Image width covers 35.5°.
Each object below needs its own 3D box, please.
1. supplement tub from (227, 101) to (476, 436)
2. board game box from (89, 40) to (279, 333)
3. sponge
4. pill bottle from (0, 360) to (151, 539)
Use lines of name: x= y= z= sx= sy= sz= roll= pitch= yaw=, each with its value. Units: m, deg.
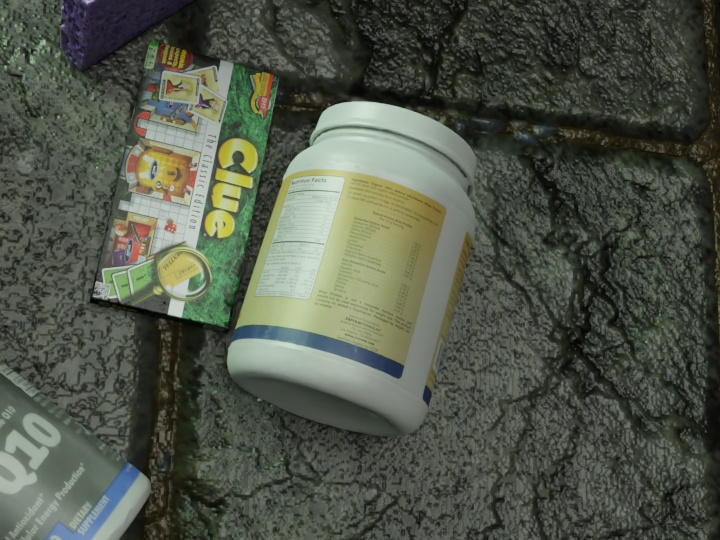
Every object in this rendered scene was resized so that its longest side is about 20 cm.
supplement tub: x=0.000 y=0.000 z=0.788 sx=0.143 sy=0.144 sz=0.202 roll=20 pitch=72 yaw=-10
board game box: x=-0.127 y=-0.063 z=0.832 sx=0.103 sy=0.023 sz=0.203 roll=13 pitch=74 yaw=-15
sponge: x=-0.130 y=-0.228 z=0.821 sx=0.199 sy=0.112 sz=0.030 roll=-40 pitch=88 yaw=-20
pill bottle: x=-0.241 y=0.119 z=0.708 sx=0.199 sy=0.114 sz=0.114 roll=39 pitch=70 yaw=-4
